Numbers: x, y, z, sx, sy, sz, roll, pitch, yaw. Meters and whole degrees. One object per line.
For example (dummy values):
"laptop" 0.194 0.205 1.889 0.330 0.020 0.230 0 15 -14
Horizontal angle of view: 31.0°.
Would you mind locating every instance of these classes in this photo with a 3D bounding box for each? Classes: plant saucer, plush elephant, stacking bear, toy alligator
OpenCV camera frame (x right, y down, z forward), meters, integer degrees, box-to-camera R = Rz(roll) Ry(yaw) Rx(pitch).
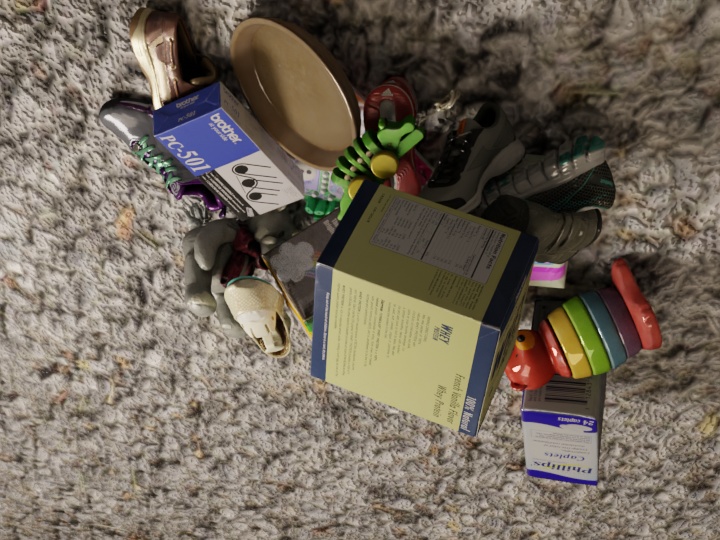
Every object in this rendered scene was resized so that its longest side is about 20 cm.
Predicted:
"plant saucer" -0.069 -0.202 1.468 0.200 0.029 0.200 36 151 24
"plush elephant" -0.148 -0.028 1.728 0.154 0.201 0.165 -20 153 10
"stacking bear" 0.276 0.089 1.680 0.199 0.122 0.114 -24 138 4
"toy alligator" 0.024 -0.137 1.405 0.054 0.059 0.200 37 116 -13

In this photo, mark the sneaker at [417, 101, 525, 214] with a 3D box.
"sneaker" 0.111 -0.118 1.455 0.074 0.200 0.080 -1 124 39

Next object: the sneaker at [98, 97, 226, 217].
"sneaker" -0.242 -0.143 1.639 0.200 0.088 0.074 25 145 -16

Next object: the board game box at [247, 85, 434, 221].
"board game box" -0.042 -0.145 1.617 0.200 0.026 0.200 -17 135 38

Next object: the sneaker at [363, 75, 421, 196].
"sneaker" 0.044 -0.128 1.505 0.078 0.116 0.201 10 115 10

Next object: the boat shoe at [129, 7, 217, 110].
"boat shoe" -0.204 -0.224 1.526 0.072 0.072 0.200 3 139 19

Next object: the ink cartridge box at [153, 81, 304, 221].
"ink cartridge box" -0.155 -0.139 1.563 0.094 0.044 0.200 -19 144 19

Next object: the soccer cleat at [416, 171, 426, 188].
"soccer cleat" 0.063 -0.058 1.554 0.200 0.086 0.070 42 152 2

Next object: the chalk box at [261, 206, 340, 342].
"chalk box" 0.000 0.000 1.648 0.200 0.125 0.124 -31 146 -6

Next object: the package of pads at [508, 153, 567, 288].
"package of pads" 0.181 -0.064 1.611 0.154 0.068 0.200 7 143 12

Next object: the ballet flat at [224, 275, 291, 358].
"ballet flat" -0.121 0.064 1.662 0.067 0.063 0.200 -16 159 7

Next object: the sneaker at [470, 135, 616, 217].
"sneaker" 0.201 -0.073 1.481 0.200 0.078 0.091 -23 109 21

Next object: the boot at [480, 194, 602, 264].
"boot" 0.173 -0.020 1.463 0.130 0.068 0.200 9 155 -28

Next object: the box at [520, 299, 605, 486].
"box" 0.287 0.171 1.811 0.105 0.184 0.200 4 145 13

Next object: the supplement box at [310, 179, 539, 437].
"supplement box" 0.065 0.042 1.390 0.199 0.134 0.200 19 142 12
